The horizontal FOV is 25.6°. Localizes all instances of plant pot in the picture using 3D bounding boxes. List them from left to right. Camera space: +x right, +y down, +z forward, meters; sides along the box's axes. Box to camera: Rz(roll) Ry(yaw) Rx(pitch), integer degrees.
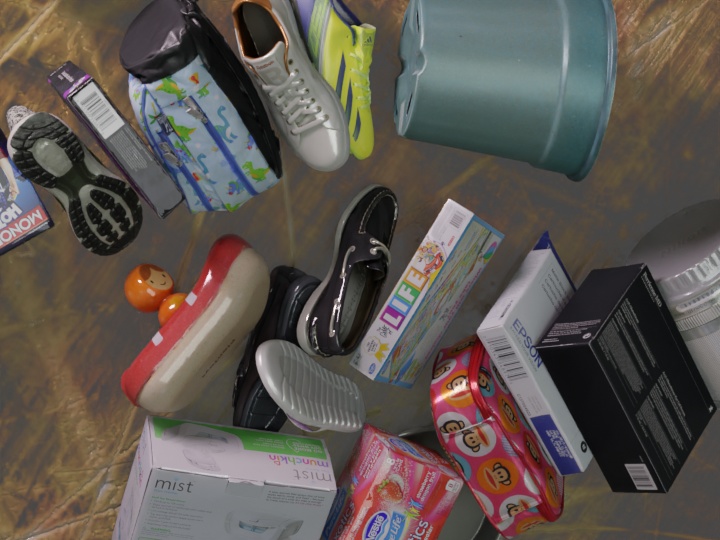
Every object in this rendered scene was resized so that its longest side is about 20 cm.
[{"bbox_3d":[0.141,-0.200,1.624,0.194,0.200,0.202,5,101,-9],"label":"plant pot"}]

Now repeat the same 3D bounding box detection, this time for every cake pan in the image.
[{"bbox_3d":[0.071,0.266,1.784,0.198,0.037,0.202,-3,103,-14],"label":"cake pan"}]

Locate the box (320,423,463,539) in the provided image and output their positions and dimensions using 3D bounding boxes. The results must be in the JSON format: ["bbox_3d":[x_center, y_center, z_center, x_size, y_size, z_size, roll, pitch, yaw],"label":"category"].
[{"bbox_3d":[0.016,0.280,1.702,0.099,0.095,0.201,23,96,-20],"label":"box"}]

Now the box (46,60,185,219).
[{"bbox_3d":[-0.238,-0.130,1.523,0.036,0.200,0.143,-39,110,-6],"label":"box"}]

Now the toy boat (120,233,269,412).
[{"bbox_3d":[-0.188,0.041,1.632,0.131,0.131,0.200,40,90,9],"label":"toy boat"}]

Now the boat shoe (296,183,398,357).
[{"bbox_3d":[0.000,0.000,1.658,0.074,0.060,0.201,44,63,-37],"label":"boat shoe"}]

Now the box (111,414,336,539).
[{"bbox_3d":[-0.147,0.259,1.665,0.198,0.097,0.178,9,119,-17],"label":"box"}]

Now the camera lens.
[{"bbox_3d":[0.406,0.043,1.760,0.160,0.160,0.200,-39,110,-4],"label":"camera lens"}]

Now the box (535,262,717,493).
[{"bbox_3d":[0.286,0.116,1.684,0.141,0.079,0.201,-46,116,-37],"label":"box"}]

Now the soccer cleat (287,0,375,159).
[{"bbox_3d":[-0.015,-0.212,1.632,0.083,0.065,0.201,-19,105,5],"label":"soccer cleat"}]

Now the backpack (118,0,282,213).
[{"bbox_3d":[-0.157,-0.155,1.573,0.154,0.163,0.200,-43,117,7],"label":"backpack"}]

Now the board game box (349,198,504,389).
[{"bbox_3d":[0.073,0.029,1.685,0.034,0.134,0.201,32,93,21],"label":"board game box"}]

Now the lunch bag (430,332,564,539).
[{"bbox_3d":[0.150,0.170,1.714,0.081,0.176,0.201,-25,107,19],"label":"lunch bag"}]

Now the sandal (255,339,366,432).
[{"bbox_3d":[-0.059,0.135,1.668,0.050,0.083,0.202,-23,148,24],"label":"sandal"}]

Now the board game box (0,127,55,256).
[{"bbox_3d":[-0.415,-0.044,1.567,0.199,0.062,0.201,-29,110,-8],"label":"board game box"}]

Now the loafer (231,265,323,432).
[{"bbox_3d":[-0.095,0.091,1.696,0.072,0.063,0.201,8,107,-48],"label":"loafer"}]

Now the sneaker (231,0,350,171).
[{"bbox_3d":[-0.078,-0.184,1.576,0.072,0.085,0.201,-24,97,21],"label":"sneaker"}]

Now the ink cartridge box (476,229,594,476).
[{"bbox_3d":[0.221,0.084,1.718,0.200,0.040,0.200,59,41,-20],"label":"ink cartridge box"}]

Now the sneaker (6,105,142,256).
[{"bbox_3d":[-0.287,-0.098,1.583,0.077,0.089,0.200,-37,132,-4],"label":"sneaker"}]
